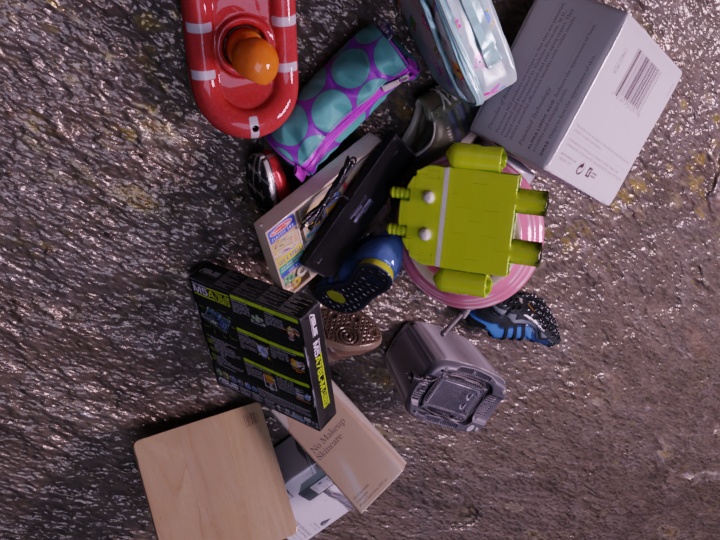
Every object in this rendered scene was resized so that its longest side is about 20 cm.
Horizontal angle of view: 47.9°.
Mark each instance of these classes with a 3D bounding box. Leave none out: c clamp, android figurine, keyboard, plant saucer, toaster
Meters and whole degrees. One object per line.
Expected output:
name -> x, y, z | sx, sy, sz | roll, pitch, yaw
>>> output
c clamp -> 0.199, -0.006, 1.170 | 0.027, 0.171, 0.202 | 36, 125, 8
android figurine -> 0.128, -0.063, 0.995 | 0.196, 0.041, 0.186 | 10, 102, 15
keyboard -> -0.013, -0.087, 1.009 | 0.202, 0.020, 0.127 | -55, 150, 3
plant saucer -> 0.135, -0.048, 1.042 | 0.196, 0.051, 0.205 | 3, 99, 19
toaster -> 0.122, 0.161, 1.258 | 0.197, 0.130, 0.115 | 20, 112, -32

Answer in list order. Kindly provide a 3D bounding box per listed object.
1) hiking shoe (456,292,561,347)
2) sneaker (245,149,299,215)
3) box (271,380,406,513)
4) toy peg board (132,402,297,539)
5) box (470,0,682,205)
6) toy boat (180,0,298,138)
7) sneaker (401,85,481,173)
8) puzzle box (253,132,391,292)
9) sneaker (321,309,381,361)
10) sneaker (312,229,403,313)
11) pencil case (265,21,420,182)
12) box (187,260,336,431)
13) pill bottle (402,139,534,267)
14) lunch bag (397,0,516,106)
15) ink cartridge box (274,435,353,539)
hiking shoe -> 0.246, 0.078, 1.306 | 0.198, 0.076, 0.086 | 29, 132, -36
sneaker -> -0.087, -0.087, 1.057 | 0.084, 0.077, 0.202 | -34, 139, -12
box -> -0.032, 0.249, 1.208 | 0.095, 0.200, 0.078 | -45, 172, 2
toy peg board -> -0.224, 0.328, 1.211 | 0.196, 0.204, 0.098 | -14, 170, -27
box -> 0.276, -0.216, 1.030 | 0.197, 0.130, 0.203 | 14, 107, -49
toy boat -> -0.125, -0.240, 0.895 | 0.128, 0.131, 0.203 | -10, 125, -15
sneaker -> 0.116, -0.211, 1.052 | 0.089, 0.067, 0.202 | 17, 117, -36
puzzle box -> -0.041, -0.069, 1.034 | 0.199, 0.025, 0.134 | -41, 146, -21
sneaker -> -0.068, 0.107, 1.197 | 0.196, 0.071, 0.076 | 2, 138, -17
sneaker -> 0.000, 0.000, 1.110 | 0.065, 0.079, 0.199 | 32, 150, -16
pencil case -> -0.022, -0.206, 0.985 | 0.200, 0.093, 0.085 | -43, 144, 10
box -> -0.130, 0.101, 1.084 | 0.047, 0.197, 0.196 | -40, 136, -41
pill bottle -> 0.148, -0.073, 1.124 | 0.118, 0.120, 0.202 | 23, 111, -32
lunch bag -> 0.100, -0.294, 0.926 | 0.076, 0.161, 0.202 | -30, 119, 1
ink cartridge box -> -0.069, 0.334, 1.320 | 0.198, 0.084, 0.147 | -35, 128, 2
